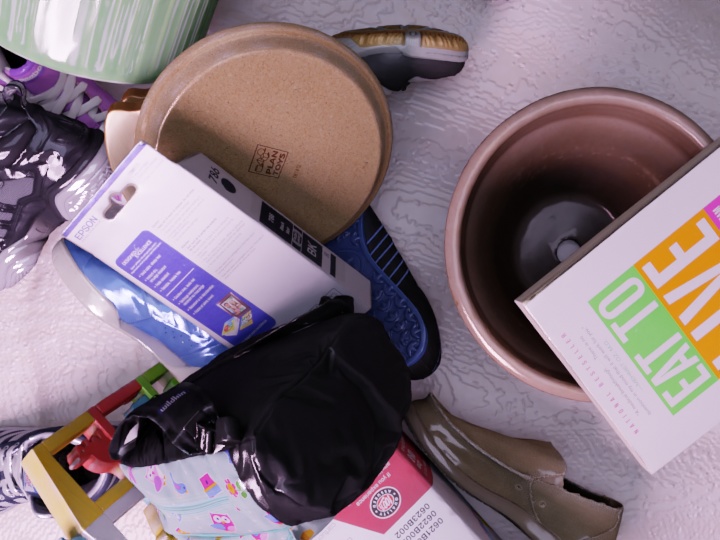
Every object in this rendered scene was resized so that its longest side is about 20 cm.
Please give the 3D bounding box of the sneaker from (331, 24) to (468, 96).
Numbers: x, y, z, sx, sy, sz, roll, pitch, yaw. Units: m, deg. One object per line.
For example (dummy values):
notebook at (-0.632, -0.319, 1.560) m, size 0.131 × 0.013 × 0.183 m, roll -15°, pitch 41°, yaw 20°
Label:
sneaker at (-0.012, -0.143, 0.821) m, size 0.198 × 0.076 × 0.089 m, roll -5°, pitch 106°, yaw 7°

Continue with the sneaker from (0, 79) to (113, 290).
sneaker at (-0.273, -0.065, 0.789) m, size 0.114 × 0.076 × 0.199 m, roll 39°, pitch 126°, yaw -23°

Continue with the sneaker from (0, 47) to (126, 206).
sneaker at (-0.224, -0.121, 0.808) m, size 0.200 × 0.114 × 0.073 m, roll 43°, pitch 91°, yaw 2°

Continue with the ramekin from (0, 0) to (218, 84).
ramekin at (-0.196, -0.219, 0.764) m, size 0.198 × 0.200 × 0.098 m, roll 25°, pitch 118°, yaw 4°

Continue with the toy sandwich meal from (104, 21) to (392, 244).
toy sandwich meal at (-0.076, -0.092, 0.749) m, size 0.203 × 0.070 × 0.207 m, roll -7°, pitch 125°, yaw -10°

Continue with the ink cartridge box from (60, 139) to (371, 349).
ink cartridge box at (-0.096, -0.008, 0.724) m, size 0.199 × 0.039 × 0.099 m, roll 37°, pitch 117°, yaw -24°

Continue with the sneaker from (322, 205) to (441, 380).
sneaker at (0.000, 0.000, 0.817) m, size 0.070 × 0.078 × 0.201 m, roll -30°, pitch 66°, yaw 6°

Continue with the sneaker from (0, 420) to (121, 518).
sneaker at (-0.270, 0.159, 0.811) m, size 0.198 × 0.108 × 0.071 m, roll -11°, pitch 88°, yaw 4°

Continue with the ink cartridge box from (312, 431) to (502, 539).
ink cartridge box at (0.039, 0.237, 0.768) m, size 0.145 × 0.145 × 0.200 m, roll -44°, pitch 87°, yaw -1°

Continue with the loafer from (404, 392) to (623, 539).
loafer at (0.119, 0.153, 0.803) m, size 0.199 × 0.076 × 0.068 m, roll 39°, pitch 92°, yaw -6°

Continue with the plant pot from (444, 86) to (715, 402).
plant pot at (0.156, -0.016, 0.746) m, size 0.198 × 0.175 × 0.203 m, roll 0°, pitch 90°, yaw 4°

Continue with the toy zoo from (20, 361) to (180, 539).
toy zoo at (-0.157, 0.152, 0.764) m, size 0.131 × 0.200 × 0.020 m, roll 47°, pitch 119°, yaw 3°

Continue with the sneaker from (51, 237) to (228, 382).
sneaker at (-0.138, 0.014, 0.818) m, size 0.199 × 0.077 × 0.112 m, roll 40°, pitch 94°, yaw 4°

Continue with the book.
book at (0.214, 0.009, 0.636) m, size 0.199 × 0.048 × 0.134 m, roll -39°, pitch 91°, yaw 2°

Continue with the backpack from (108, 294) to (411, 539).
backpack at (-0.073, 0.117, 0.689) m, size 0.199 × 0.167 × 0.127 m, roll -24°, pitch 99°, yaw 43°
